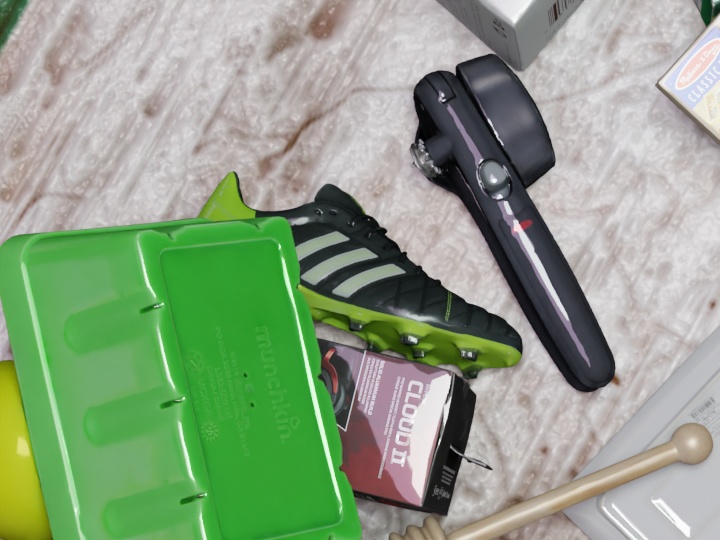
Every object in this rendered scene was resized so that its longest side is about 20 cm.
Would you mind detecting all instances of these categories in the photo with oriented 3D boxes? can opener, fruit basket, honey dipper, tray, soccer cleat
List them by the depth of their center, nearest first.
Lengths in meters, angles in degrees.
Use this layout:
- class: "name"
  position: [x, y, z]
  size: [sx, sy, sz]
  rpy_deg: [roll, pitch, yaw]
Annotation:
- class: "fruit basket"
  position: [-0.117, 0.079, 1.152]
  size: [0.215, 0.155, 0.216]
  rpy_deg: [9, 102, 49]
- class: "honey dipper"
  position: [0.094, 0.125, 1.255]
  size: [0.199, 0.038, 0.038]
  rpy_deg: [-22, 80, -8]
- class: "tray"
  position: [0.206, 0.092, 1.279]
  size: [0.107, 0.022, 0.200]
  rpy_deg: [44, 101, 11]
- class: "can opener"
  position: [0.087, -0.024, 1.310]
  size: [0.078, 0.063, 0.201]
  rpy_deg: [-25, 79, 2]
- class: "soccer cleat"
  position: [0.000, 0.000, 1.319]
  size: [0.199, 0.068, 0.081]
  rpy_deg: [18, 72, 9]

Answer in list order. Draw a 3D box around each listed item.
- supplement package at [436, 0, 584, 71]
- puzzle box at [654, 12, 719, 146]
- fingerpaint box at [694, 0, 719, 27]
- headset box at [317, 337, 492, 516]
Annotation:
- class: "supplement package"
  position: [0.050, -0.225, 1.315]
  size: [0.200, 0.117, 0.117]
  rpy_deg: [42, 89, 10]
- class: "puzzle box"
  position: [0.270, -0.129, 1.262]
  size: [0.133, 0.025, 0.200]
  rpy_deg: [42, 93, 1]
- class: "fingerpaint box"
  position: [0.225, -0.261, 1.322]
  size: [0.166, 0.073, 0.201]
  rpy_deg: [-25, 80, 3]
- class: "headset box"
  position: [-0.026, 0.076, 1.265]
  size: [0.199, 0.149, 0.075]
  rpy_deg: [13, 84, 8]
